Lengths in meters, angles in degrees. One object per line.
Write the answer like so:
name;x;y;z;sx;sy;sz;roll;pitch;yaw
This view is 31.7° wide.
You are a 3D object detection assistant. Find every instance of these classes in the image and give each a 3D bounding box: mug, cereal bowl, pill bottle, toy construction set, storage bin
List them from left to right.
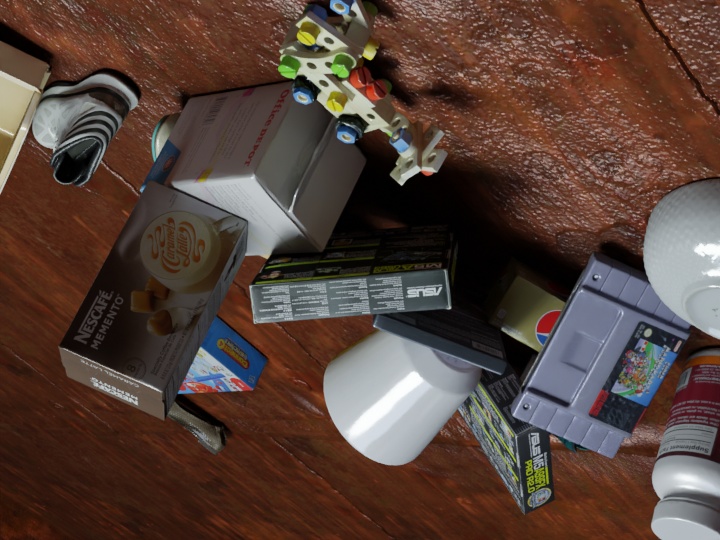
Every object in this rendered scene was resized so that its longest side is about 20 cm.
storage bin;-0.473;-0.198;1.443;0.198;0.095;0.198;24;150;-17
toy construction set;0.002;-0.170;1.163;0.130;0.093;0.201;-10;126;47
mug;0.052;0.101;1.435;0.148;0.189;0.153;0;147;-41
pill bottle;0.378;0.195;1.357;0.111;0.202;0.113;19;153;10
cereal bowl;0.355;0.008;1.179;0.197;0.084;0.201;20;151;11

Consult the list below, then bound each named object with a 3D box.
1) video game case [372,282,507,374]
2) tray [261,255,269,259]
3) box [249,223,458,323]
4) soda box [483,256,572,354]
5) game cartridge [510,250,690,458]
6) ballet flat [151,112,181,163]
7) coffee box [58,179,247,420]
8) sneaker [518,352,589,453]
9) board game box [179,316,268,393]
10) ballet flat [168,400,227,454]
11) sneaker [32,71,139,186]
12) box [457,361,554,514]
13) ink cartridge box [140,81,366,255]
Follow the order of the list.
video game case;0.082;0.042;1.355;0.141;0.019;0.200;21;-163;-5
tray;-0.044;-0.017;1.457;0.198;0.037;0.099;25;-164;-1
box;0.000;0.000;1.303;0.197;0.193;0.048;-5;107;7
soda box;0.234;0.068;1.376;0.198;0.065;0.068;29;-164;-8
game cartridge;0.257;0.093;1.328;0.128;0.038;0.202;24;113;-1
ballet flat;-0.189;-0.114;1.437;0.069;0.070;0.200;21;161;6
coffee box;-0.203;0.028;1.264;0.113;0.202;0.080;23;153;4
sneaker;0.243;0.187;1.592;0.120;0.084;0.201;29;153;13
board game box;-0.273;0.106;1.897;0.194;0.056;0.200;-9;138;47
ballet flat;-0.301;0.242;2.180;0.200;0.046;0.067;44;179;-22
sneaker;-0.338;-0.150;1.438;0.075;0.116;0.199;39;150;-27
box;0.160;0.163;1.497;0.162;0.044;0.201;78;165;-45
ink cartridge box;-0.101;-0.101;1.313;0.198;0.130;0.125;0;144;41
